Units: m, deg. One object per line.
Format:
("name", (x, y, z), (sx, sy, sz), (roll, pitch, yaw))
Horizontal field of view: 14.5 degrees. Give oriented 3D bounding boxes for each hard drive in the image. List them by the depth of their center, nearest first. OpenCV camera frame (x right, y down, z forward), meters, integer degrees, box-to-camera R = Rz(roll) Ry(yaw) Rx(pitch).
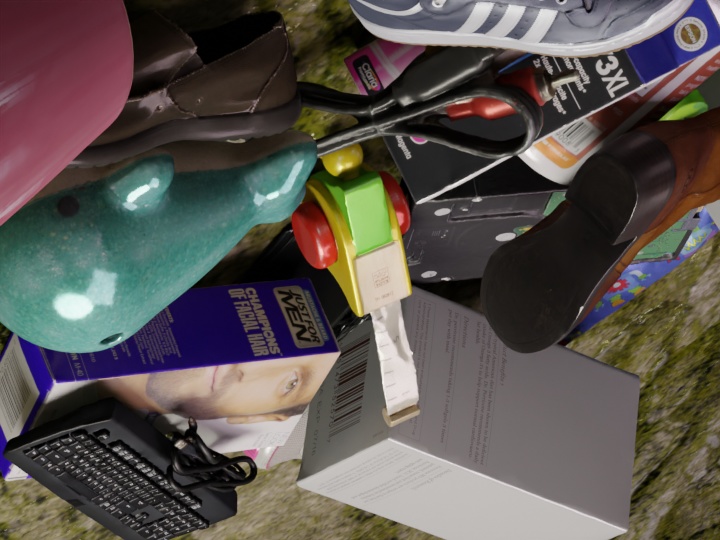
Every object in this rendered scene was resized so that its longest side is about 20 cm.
("hard drive", (0.119, -0.040, 1.809), (0.199, 0.038, 0.140), (-5, 159, -9))

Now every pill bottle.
("pill bottle", (0.162, -0.151, 1.645), (0.200, 0.113, 0.112), (-41, 154, 21))

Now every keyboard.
("keyboard", (-0.131, 0.133, 1.740), (0.104, 0.040, 0.200), (-26, 152, 11))
("keyboard", (-0.057, 0.036, 1.858), (0.104, 0.040, 0.200), (19, 131, -30))

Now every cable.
("cable", (0.031, -0.093, 1.588), (0.199, 0.098, 0.050), (-23, -179, 30))

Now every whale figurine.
("whale figurine", (-0.115, -0.018, 1.555), (0.199, 0.104, 0.159), (-13, 162, -15))

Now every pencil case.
("pencil case", (0.170, -0.017, 1.949), (0.200, 0.078, 0.087), (-38, 149, 14))

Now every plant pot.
("plant pot", (-0.207, -0.086, 1.273), (0.179, 0.200, 0.200), (-31, 161, -39))

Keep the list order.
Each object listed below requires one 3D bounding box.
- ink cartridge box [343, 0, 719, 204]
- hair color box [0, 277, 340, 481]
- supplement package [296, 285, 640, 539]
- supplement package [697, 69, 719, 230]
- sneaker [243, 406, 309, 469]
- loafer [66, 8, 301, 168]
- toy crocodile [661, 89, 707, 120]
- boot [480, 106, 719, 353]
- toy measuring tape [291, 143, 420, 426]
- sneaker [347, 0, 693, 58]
("ink cartridge box", (0.096, -0.123, 1.594), (0.199, 0.095, 0.037), (-27, 180, 19))
("hair color box", (-0.124, 0.067, 1.759), (0.199, 0.065, 0.109), (-7, 147, -31))
("supplement package", (0.074, 0.108, 1.904), (0.199, 0.118, 0.117), (22, 149, -26))
("supplement package", (0.330, -0.126, 1.842), (0.199, 0.148, 0.192), (-13, 150, -32))
("sneaker", (0.011, 0.106, 1.984), (0.199, 0.088, 0.082), (-16, 152, -29))
("loafer", (-0.120, -0.104, 1.481), (0.199, 0.073, 0.072), (-11, 119, -36))
("toy crocodile", (0.195, -0.137, 1.759), (0.061, 0.068, 0.200), (-8, 150, -38))
("boot", (0.176, -0.042, 1.700), (0.200, 0.068, 0.189), (-26, 153, -42))
("toy measuring tape", (0.000, 0.000, 1.751), (0.073, 0.074, 0.201), (-23, 125, -17))
("sneaker", (0.072, -0.163, 1.485), (0.199, 0.071, 0.108), (0, 160, 23))
